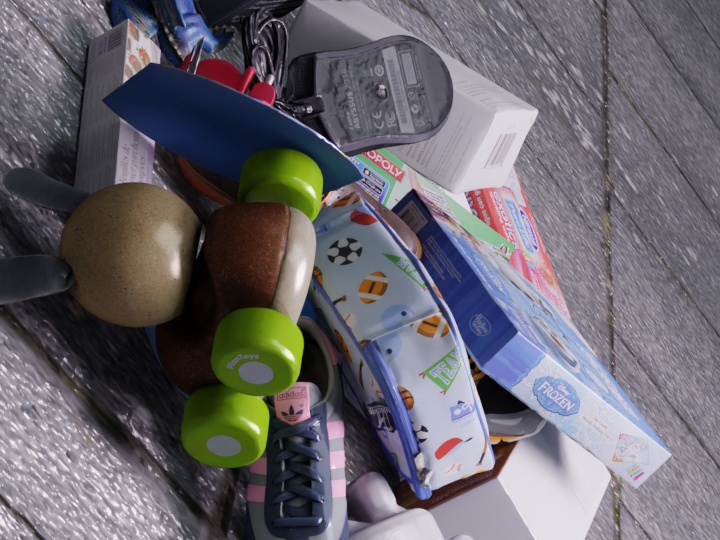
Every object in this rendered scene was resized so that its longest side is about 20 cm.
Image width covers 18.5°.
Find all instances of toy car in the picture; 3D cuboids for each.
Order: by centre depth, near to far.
[{"bbox_3d":[-0.137,0.004,1.386,0.199,0.158,0.165,15,48,-10],"label":"toy car"}]

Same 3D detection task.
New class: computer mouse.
[{"bbox_3d":[-0.015,-0.138,1.736,0.200,0.053,0.139,-7,86,-38],"label":"computer mouse"}]

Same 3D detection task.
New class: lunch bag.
[{"bbox_3d":[0.021,0.056,1.504,0.160,0.075,0.200,74,-10,-48],"label":"lunch bag"}]

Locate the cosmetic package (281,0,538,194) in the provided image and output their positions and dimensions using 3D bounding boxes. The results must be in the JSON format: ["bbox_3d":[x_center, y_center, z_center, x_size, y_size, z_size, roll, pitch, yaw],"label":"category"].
[{"bbox_3d":[0.036,-0.149,1.861,0.200,0.081,0.113,32,17,19],"label":"cosmetic package"}]

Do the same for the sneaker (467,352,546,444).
[{"bbox_3d":[0.052,0.062,1.648,0.200,0.077,0.078,28,24,9],"label":"sneaker"}]

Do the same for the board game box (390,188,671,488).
[{"bbox_3d":[0.122,0.050,1.655,0.199,0.043,0.200,38,12,-39],"label":"board game box"}]

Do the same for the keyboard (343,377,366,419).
[{"bbox_3d":[-0.030,0.052,1.705,0.200,0.011,0.056,49,26,-27],"label":"keyboard"}]

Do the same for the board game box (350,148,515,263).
[{"bbox_3d":[0.023,-0.025,1.756,0.200,0.029,0.135,36,47,-14],"label":"board game box"}]

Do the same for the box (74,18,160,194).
[{"bbox_3d":[-0.169,-0.095,1.541,0.039,0.041,0.200,44,28,-35],"label":"box"}]

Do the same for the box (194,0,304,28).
[{"bbox_3d":[-0.041,-0.295,1.822,0.107,0.200,0.148,63,23,1],"label":"box"}]

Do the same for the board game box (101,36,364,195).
[{"bbox_3d":[-0.078,-0.104,1.452,0.158,0.200,0.039,27,76,-15],"label":"board game box"}]

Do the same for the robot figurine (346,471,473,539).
[{"bbox_3d":[0.021,0.238,1.473,0.169,0.113,0.200,-23,80,-23],"label":"robot figurine"}]

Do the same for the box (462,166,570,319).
[{"bbox_3d":[0.095,-0.033,1.950,0.103,0.095,0.200,15,52,-60],"label":"box"}]

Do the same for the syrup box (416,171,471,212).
[{"bbox_3d":[0.066,0.018,1.852,0.079,0.081,0.200,11,56,-61],"label":"syrup box"}]

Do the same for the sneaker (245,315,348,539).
[{"bbox_3d":[-0.044,0.119,1.427,0.082,0.070,0.200,82,3,-48],"label":"sneaker"}]

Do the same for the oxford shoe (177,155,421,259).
[{"bbox_3d":[-0.045,-0.056,1.607,0.200,0.073,0.071,27,66,5],"label":"oxford shoe"}]

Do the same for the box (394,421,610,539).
[{"bbox_3d":[0.101,0.182,1.690,0.098,0.124,0.200,58,23,-8],"label":"box"}]

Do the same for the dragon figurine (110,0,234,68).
[{"bbox_3d":[-0.149,-0.192,1.664,0.099,0.059,0.200,17,49,-59],"label":"dragon figurine"}]

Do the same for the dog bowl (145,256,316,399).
[{"bbox_3d":[-0.076,0.041,1.566,0.200,0.050,0.112,10,56,-60],"label":"dog bowl"}]
